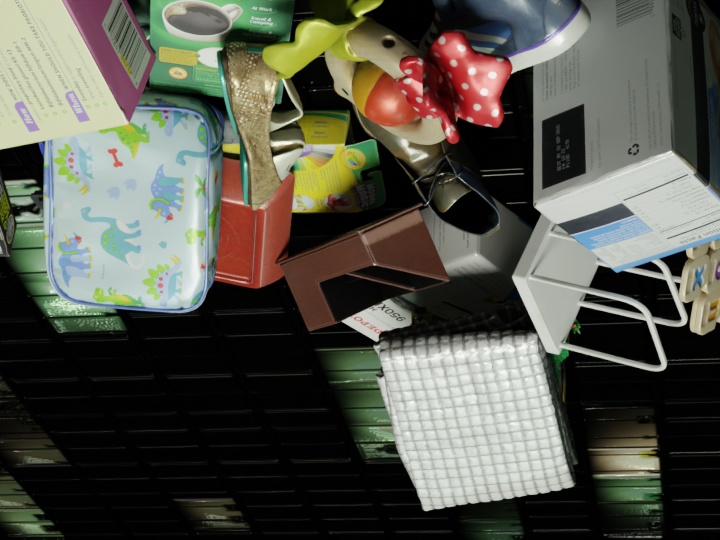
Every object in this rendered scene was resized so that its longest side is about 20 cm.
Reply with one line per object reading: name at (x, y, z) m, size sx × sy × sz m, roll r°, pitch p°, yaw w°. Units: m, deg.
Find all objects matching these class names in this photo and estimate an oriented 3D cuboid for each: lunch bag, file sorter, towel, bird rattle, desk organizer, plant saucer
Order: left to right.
lunch bag at (-0.207, -0.067, 1.503) m, size 0.161 × 0.082 × 0.200 m, roll 3°, pitch 108°, yaw 3°
plant saucer at (-0.169, -0.048, 1.617) m, size 0.199 × 0.037 × 0.200 m, roll 11°, pitch 150°, yaw 1°
desk organizer at (0.000, 0.000, 1.576) m, size 0.072 × 0.077 × 0.200 m, roll -25°, pitch -177°, yaw -26°
bird rattle at (0.032, -0.164, 1.357) m, size 0.200 × 0.113 × 0.163 m, roll 26°, pitch 163°, yaw 14°
towel at (0.112, 0.128, 1.603) m, size 0.165 × 0.086 × 0.200 m, roll -9°, pitch 120°, yaw 16°
file sorter at (0.243, -0.029, 1.488) m, size 0.124 × 0.200 × 0.139 m, roll 15°, pitch 156°, yaw 29°

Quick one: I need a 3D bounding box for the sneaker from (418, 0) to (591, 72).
sneaker at (0.077, -0.223, 1.357) m, size 0.146 × 0.081 × 0.200 m, roll 44°, pitch 145°, yaw -24°

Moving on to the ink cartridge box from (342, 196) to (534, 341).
ink cartridge box at (0.084, 0.009, 1.713) m, size 0.200 × 0.084 × 0.145 m, roll -21°, pitch 142°, yaw 36°

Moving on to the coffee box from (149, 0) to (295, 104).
coffee box at (-0.116, -0.220, 1.401) m, size 0.123 × 0.044 × 0.200 m, roll 6°, pitch 149°, yaw -3°

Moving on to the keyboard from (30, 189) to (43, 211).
keyboard at (-0.223, -0.023, 1.625) m, size 0.127 × 0.021 × 0.200 m, roll -5°, pitch 147°, yaw 27°

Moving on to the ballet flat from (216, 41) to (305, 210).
ballet flat at (-0.081, -0.122, 1.448) m, size 0.065 × 0.071 × 0.200 m, roll -7°, pitch 147°, yaw -1°

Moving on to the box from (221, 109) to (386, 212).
box at (-0.077, -0.104, 1.586) m, size 0.200 × 0.048 × 0.117 m, roll 3°, pitch 149°, yaw 8°

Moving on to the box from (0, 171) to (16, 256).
box at (-0.462, -0.079, 1.682) m, size 0.200 × 0.044 × 0.160 m, roll 4°, pitch 149°, yaw 2°

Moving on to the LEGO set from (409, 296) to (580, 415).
LEGO set at (0.133, 0.090, 1.694) m, size 0.200 × 0.116 × 0.154 m, roll -11°, pitch 118°, yaw 14°

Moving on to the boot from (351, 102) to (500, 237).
boot at (0.067, -0.106, 1.497) m, size 0.075 × 0.097 × 0.200 m, roll -40°, pitch 141°, yaw 9°

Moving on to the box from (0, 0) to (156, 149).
box at (-0.301, -0.199, 1.370) m, size 0.200 × 0.097 × 0.176 m, roll -9°, pitch 131°, yaw 20°

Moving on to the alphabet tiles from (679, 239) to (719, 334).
alphabet tiles at (0.332, -0.045, 1.489) m, size 0.015 × 0.200 × 0.196 m, roll 15°, pitch -161°, yaw 32°

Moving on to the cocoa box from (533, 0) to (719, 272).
cocoa box at (0.229, -0.124, 1.362) m, size 0.133 × 0.200 × 0.131 m, roll -20°, pitch 141°, yaw 34°
